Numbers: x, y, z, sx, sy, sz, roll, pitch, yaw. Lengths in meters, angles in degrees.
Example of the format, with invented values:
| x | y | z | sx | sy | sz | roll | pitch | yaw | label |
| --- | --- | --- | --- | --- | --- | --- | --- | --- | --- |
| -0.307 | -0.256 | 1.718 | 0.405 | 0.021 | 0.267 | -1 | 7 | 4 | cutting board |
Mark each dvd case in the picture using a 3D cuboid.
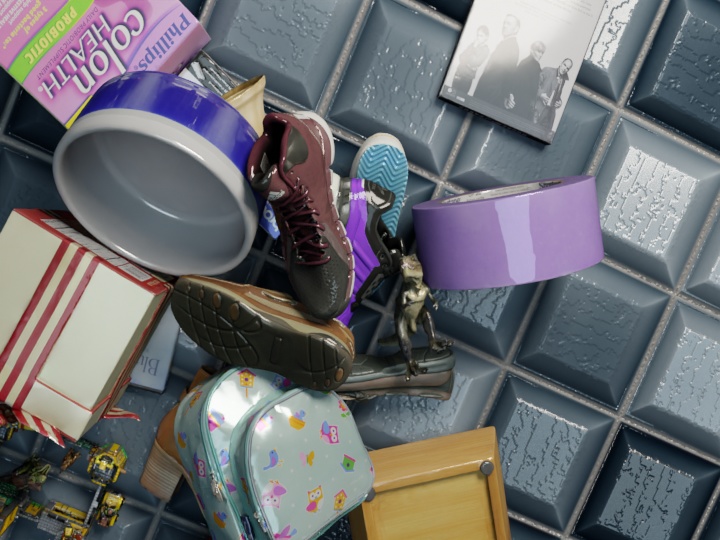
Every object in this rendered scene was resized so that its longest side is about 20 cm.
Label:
| x | y | z | sx | sy | sz | roll | pitch | yaw | label |
| --- | --- | --- | --- | --- | --- | --- | --- | --- | --- |
| -0.273 | 0.029 | 0.867 | 0.139 | 0.018 | 0.205 | 15 | 96 | -7 | dvd case |
| 0.191 | -0.270 | 0.866 | 0.147 | 0.025 | 0.204 | 20 | 94 | -6 | dvd case |

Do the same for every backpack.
| x | y | z | sx | sy | sz | roll | pitch | yaw | label |
| --- | --- | --- | --- | --- | --- | --- | --- | --- | --- |
| -0.092 | 0.187 | 0.782 | 0.174 | 0.153 | 0.203 | -25 | 84 | -37 | backpack |

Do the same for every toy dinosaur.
| x | y | z | sx | sy | sz | roll | pitch | yaw | label |
| --- | --- | --- | --- | --- | --- | --- | --- | --- | --- |
| 0.056 | 0.062 | 0.805 | 0.046 | 0.202 | 0.089 | -14 | 59 | -17 | toy dinosaur |

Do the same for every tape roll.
| x | y | z | sx | sy | sz | roll | pitch | yaw | label |
| --- | --- | --- | --- | --- | --- | --- | --- | --- | --- |
| 0.156 | -0.043 | 0.801 | 0.195 | 0.200 | 0.087 | -11 | 97 | -3 | tape roll |

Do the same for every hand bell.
| x | y | z | sx | sy | sz | roll | pitch | yaw | label |
| --- | --- | --- | --- | --- | --- | --- | --- | --- | --- |
| -0.098 | -0.091 | 0.799 | 0.103 | 0.104 | 0.203 | -29 | 111 | -1 | hand bell |

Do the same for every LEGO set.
| x | y | z | sx | sy | sz | roll | pitch | yaw | label |
| --- | --- | --- | --- | --- | --- | --- | --- | --- | --- |
| -0.367 | 0.247 | 0.835 | 0.197 | 0.116 | 0.156 | 31 | 94 | -7 | LEGO set |

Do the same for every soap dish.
| x | y | z | sx | sy | sz | roll | pitch | yaw | label |
| --- | --- | --- | --- | --- | --- | --- | --- | --- | --- |
| 0.083 | 0.288 | 0.894 | 0.195 | 0.081 | 0.162 | -10 | 97 | -4 | soap dish |

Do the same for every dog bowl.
| x | y | z | sx | sy | sz | roll | pitch | yaw | label |
| --- | --- | --- | --- | --- | --- | --- | --- | --- | --- |
| -0.187 | -0.087 | 0.723 | 0.196 | 0.201 | 0.080 | 21 | 52 | -6 | dog bowl |

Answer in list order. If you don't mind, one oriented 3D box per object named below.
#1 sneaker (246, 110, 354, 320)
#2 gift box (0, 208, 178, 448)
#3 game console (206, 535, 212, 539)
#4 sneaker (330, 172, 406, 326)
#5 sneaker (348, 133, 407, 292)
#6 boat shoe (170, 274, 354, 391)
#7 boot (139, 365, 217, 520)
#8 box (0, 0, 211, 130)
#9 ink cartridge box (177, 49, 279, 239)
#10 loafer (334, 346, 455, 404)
| x | y | z | sx | sy | sz | roll | pitch | yaw | label |
| --- | --- | --- | --- | --- | --- | --- | --- | --- | --- |
| -0.065 | -0.050 | 0.694 | 0.074 | 0.115 | 0.206 | -10 | 90 | 22 | sneaker |
| -0.296 | 0.066 | 0.769 | 0.198 | 0.185 | 0.189 | 32 | 92 | -1 | gift box |
| -0.124 | 0.407 | 0.848 | 0.198 | 0.118 | 0.175 | 35 | 59 | -20 | game console |
| 0.000 | 0.000 | 0.799 | 0.097 | 0.070 | 0.205 | 5 | 117 | -1 | sneaker |
| 0.009 | -0.056 | 0.854 | 0.075 | 0.081 | 0.204 | 17 | 115 | -6 | sneaker |
| -0.096 | 0.057 | 0.762 | 0.196 | 0.074 | 0.077 | 24 | 117 | 4 | boat shoe |
| -0.144 | 0.219 | 0.880 | 0.197 | 0.077 | 0.158 | 29 | 90 | 0 | boot |
| -0.293 | -0.261 | 0.793 | 0.200 | 0.097 | 0.176 | 44 | 92 | -8 | box |
| -0.136 | -0.141 | 0.845 | 0.094 | 0.044 | 0.200 | -45 | 98 | 3 | ink cartridge box |
| 0.018 | 0.135 | 0.878 | 0.194 | 0.072 | 0.065 | -6 | 104 | -4 | loafer |
